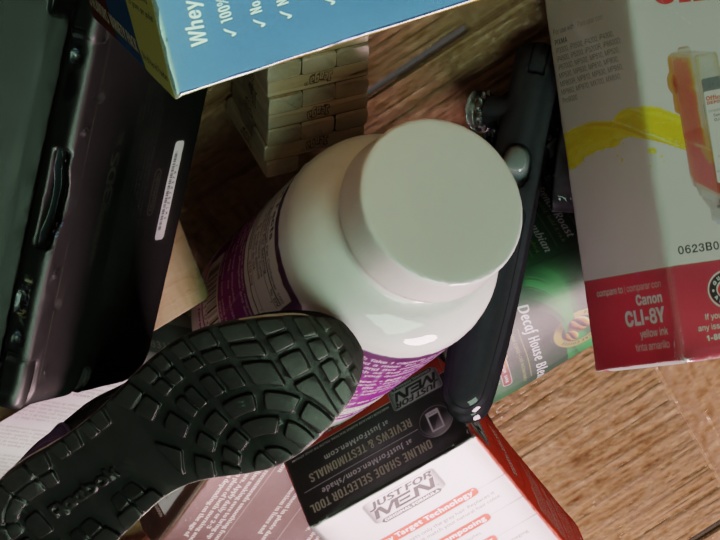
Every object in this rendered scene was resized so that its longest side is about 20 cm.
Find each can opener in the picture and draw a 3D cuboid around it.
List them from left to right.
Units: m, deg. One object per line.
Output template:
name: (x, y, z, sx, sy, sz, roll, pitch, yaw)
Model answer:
can opener: (0.075, -0.021, 1.483, 0.063, 0.079, 0.200, 60, 46, -67)

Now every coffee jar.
coffee jar: (0.123, -0.012, 1.567, 0.200, 0.085, 0.104, -27, 139, -5)

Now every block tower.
block tower: (-0.028, -0.140, 1.377, 0.058, 0.054, 0.200, -13, 136, -18)

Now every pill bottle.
pill bottle: (0.000, 0.000, 1.428, 0.112, 0.112, 0.200, -6, 164, -26)

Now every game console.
game console: (-0.169, -0.049, 1.361, 0.176, 0.116, 0.200, -12, 119, -62)

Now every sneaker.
sneaker: (-0.087, 0.065, 1.401, 0.200, 0.088, 0.076, -28, 103, 17)

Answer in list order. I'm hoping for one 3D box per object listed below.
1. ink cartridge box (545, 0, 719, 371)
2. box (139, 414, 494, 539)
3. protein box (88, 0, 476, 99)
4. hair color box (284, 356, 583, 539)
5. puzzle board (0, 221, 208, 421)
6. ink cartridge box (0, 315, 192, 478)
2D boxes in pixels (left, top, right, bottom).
ink cartridge box: (0.183, -0.058, 1.470, 0.145, 0.200, 0.083, -8, 178, -26)
box: (-0.022, 0.106, 1.610, 0.200, 0.075, 0.100, 16, 121, -38)
protein box: (-0.024, -0.206, 1.206, 0.200, 0.135, 0.199, -19, 114, -13)
hair color box: (0.048, 0.137, 1.576, 0.101, 0.061, 0.200, -29, 140, 8)
puzzle board: (-0.180, -0.002, 1.393, 0.200, 0.017, 0.151, -31, 120, -21)
ink cartridge box: (-0.190, 0.086, 1.525, 0.162, 0.050, 0.200, 12, 138, -39)
